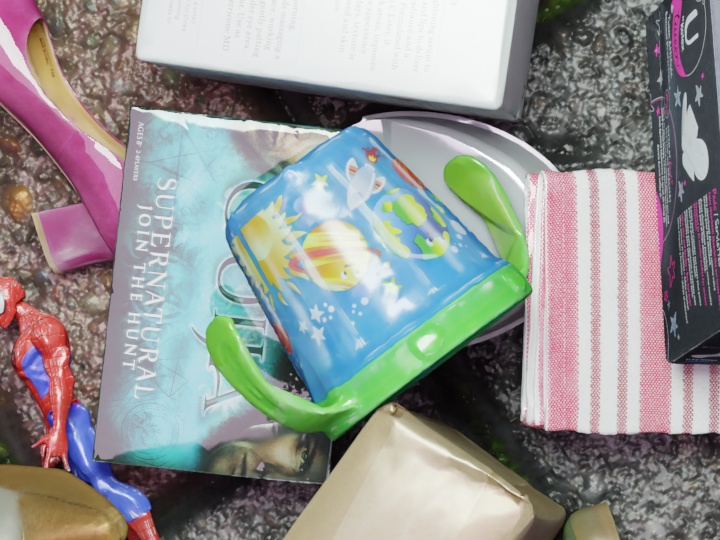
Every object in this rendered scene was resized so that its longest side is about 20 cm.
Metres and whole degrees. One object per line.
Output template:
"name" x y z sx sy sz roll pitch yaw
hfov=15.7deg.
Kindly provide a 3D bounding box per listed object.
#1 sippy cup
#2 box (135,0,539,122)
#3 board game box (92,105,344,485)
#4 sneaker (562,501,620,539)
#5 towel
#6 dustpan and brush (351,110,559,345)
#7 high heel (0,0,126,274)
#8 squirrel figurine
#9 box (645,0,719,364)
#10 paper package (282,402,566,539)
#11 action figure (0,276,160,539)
"sippy cup" 0.000 0.000 1.383 0.140 0.178 0.130 -39 86 20
"box" -0.006 -0.150 1.438 0.200 0.152 0.106 8 91 7
"board game box" -0.072 0.014 1.455 0.135 0.028 0.200 6 94 -3
"sneaker" 0.122 0.237 1.453 0.090 0.067 0.200 -14 90 2
"towel" 0.187 0.018 1.451 0.200 0.030 0.147 1 90 -11
"dustpan and brush" 0.097 -0.020 1.478 0.200 0.057 0.140 1 96 14
"high heel" -0.160 -0.099 1.497 0.096 0.067 0.200 -15 92 17
"squirrel figurine" -0.224 0.202 1.473 0.141 0.200 0.187 -25 125 -28
"box" 0.235 -0.057 1.389 0.132 0.115 0.200 1 77 -11
"paper package" 0.011 0.181 1.409 0.103 0.191 0.200 36 91 12
"action figure" -0.166 0.095 1.499 0.052 0.065 0.200 -23 86 -12
